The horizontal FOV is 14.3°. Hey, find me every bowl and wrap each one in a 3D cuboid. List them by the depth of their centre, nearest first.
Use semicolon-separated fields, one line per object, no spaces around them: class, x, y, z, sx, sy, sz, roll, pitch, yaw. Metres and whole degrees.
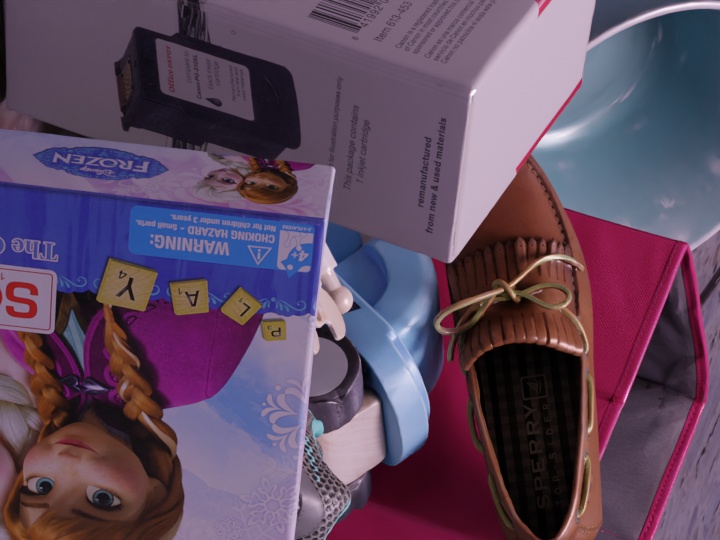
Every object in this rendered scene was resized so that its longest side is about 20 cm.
bowl;0.134;-0.097;1.623;0.200;0.105;0.202;-18;137;-18

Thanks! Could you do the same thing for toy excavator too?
toy excavator;0.000;0.000;1.429;0.199;0.194;0.100;-32;144;-21

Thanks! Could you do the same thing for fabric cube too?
fabric cube;0.058;0.081;1.541;0.196;0.198;0.201;70;41;-61

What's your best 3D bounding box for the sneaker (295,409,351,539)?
sneaker;-0.061;0.069;1.242;0.078;0.091;0.200;-57;-157;12

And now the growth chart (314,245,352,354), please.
growth chart;-0.058;-0.026;1.257;0.145;0.018;0.200;66;18;2

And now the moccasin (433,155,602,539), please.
moccasin;0.074;0.036;1.376;0.078;0.073;0.203;52;35;-79

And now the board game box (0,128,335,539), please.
board game box;-0.116;0.048;0.999;0.041;0.199;0.201;-83;178;-60

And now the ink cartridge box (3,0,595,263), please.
ink cartridge box;-0.023;-0.102;1.138;0.145;0.199;0.085;-52;155;-48
